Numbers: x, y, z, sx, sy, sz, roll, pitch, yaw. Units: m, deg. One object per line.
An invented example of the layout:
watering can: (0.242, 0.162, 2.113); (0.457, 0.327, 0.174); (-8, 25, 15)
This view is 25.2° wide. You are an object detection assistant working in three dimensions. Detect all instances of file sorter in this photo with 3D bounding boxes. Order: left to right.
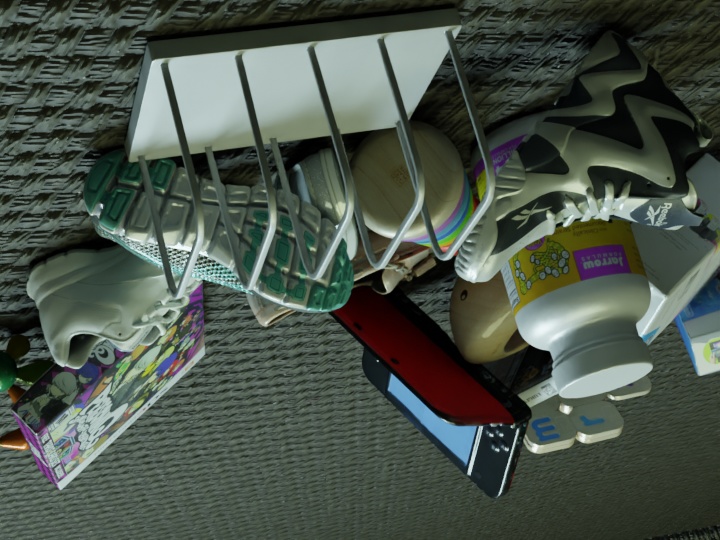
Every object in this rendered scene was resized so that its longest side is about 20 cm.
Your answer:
file sorter: (-0.034, -0.068, 1.014); (0.198, 0.126, 0.139); (-9, 160, -18)

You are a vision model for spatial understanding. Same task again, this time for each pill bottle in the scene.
pill bottle: (0.156, -0.011, 1.206); (0.103, 0.202, 0.104); (-14, 162, -5)

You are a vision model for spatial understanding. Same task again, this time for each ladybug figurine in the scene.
ladybug figurine: (0.152, 0.008, 1.407); (0.199, 0.072, 0.136); (-27, 157, -33)

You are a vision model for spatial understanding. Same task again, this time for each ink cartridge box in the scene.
ink cartridge box: (0.272, -0.018, 1.381); (0.200, 0.068, 0.116); (-39, 161, -34)

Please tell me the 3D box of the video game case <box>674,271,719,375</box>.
video game case: (0.369, 0.002, 1.468); (0.180, 0.200, 0.046); (-16, 118, 6)

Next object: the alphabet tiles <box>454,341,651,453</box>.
alphabet tiles: (0.176, 0.101, 1.583); (0.194, 0.201, 0.015); (-11, 131, -15)

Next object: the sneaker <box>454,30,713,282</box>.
sneaker: (0.161, -0.049, 1.077); (0.200, 0.129, 0.080); (-52, 175, -20)

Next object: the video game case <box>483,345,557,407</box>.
video game case: (0.179, 0.058, 1.505); (0.181, 0.023, 0.200); (-33, -162, 42)

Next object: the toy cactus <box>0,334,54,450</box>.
toy cactus: (-0.342, 0.090, 1.319); (0.198, 0.103, 0.166); (-8, 142, -13)

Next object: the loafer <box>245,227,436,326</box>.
loafer: (0.000, 0.000, 1.333); (0.198, 0.063, 0.072); (-12, 162, -11)

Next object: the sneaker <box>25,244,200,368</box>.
sneaker: (-0.157, 0.011, 1.205); (0.199, 0.088, 0.074); (-25, 158, 23)

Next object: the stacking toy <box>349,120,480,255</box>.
stacking toy: (0.053, -0.052, 1.223); (0.085, 0.086, 0.200); (-19, 168, 11)

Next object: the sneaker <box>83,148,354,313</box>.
sneaker: (-0.100, -0.023, 1.119); (0.199, 0.078, 0.091); (24, 162, -12)

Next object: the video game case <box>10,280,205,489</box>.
video game case: (-0.204, 0.090, 1.344); (0.181, 0.036, 0.200); (-44, 169, -18)

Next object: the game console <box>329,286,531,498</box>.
game console: (0.040, 0.107, 1.417); (0.118, 0.200, 0.173); (-24, 142, -33)

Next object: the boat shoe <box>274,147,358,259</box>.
boat shoe: (-0.048, -0.031, 1.195); (0.064, 0.075, 0.202); (-14, 169, -16)
